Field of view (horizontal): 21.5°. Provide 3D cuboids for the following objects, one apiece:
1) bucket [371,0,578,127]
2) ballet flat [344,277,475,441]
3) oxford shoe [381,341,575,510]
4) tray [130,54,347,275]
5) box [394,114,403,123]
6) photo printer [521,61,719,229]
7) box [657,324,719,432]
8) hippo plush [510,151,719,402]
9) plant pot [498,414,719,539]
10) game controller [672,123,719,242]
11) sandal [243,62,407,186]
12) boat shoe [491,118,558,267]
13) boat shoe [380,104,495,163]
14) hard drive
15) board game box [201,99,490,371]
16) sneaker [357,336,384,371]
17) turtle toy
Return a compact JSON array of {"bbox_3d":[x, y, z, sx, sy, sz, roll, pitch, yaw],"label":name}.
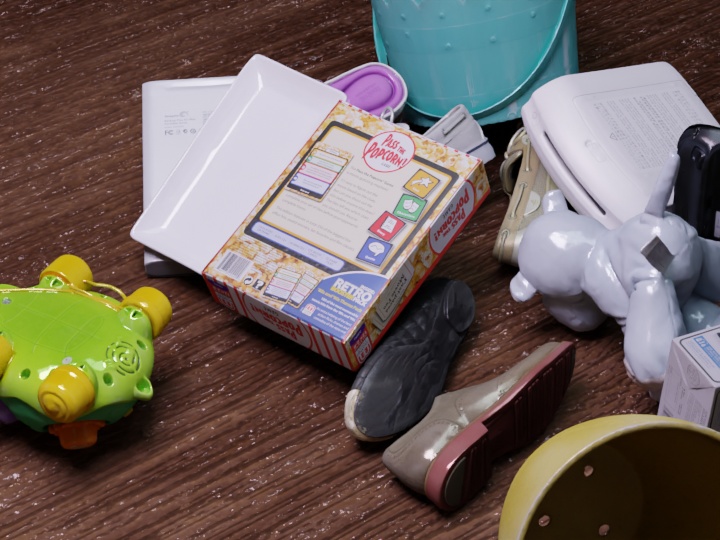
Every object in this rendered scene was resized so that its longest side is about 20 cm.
[{"bbox_3d":[0.113,-0.226,1.807,0.205,0.136,0.207,-11,19,4],"label":"bucket"},{"bbox_3d":[0.037,0.076,1.540,0.057,0.067,0.200,-22,19,39],"label":"ballet flat"},{"bbox_3d":[0.096,0.105,1.483,0.074,0.071,0.200,24,41,32],"label":"oxford shoe"},{"bbox_3d":[-0.101,-0.086,1.629,0.107,0.022,0.201,26,74,27],"label":"tray"},{"bbox_3d":[-0.069,-0.109,1.762,0.198,0.039,0.137,9,40,7],"label":"box"},{"bbox_3d":[0.243,-0.104,1.693,0.199,0.070,0.167,-13,62,-44],"label":"photo printer"},{"bbox_3d":[0.333,0.089,1.486,0.198,0.117,0.060,-14,41,-23],"label":"box"},{"bbox_3d":[0.201,0.018,1.548,0.160,0.200,0.160,4,66,33],"label":"hippo plush"},{"bbox_3d":[0.175,0.183,1.316,0.198,0.202,0.142,-7,13,-14],"label":"plant pot"},{"bbox_3d":[0.311,-0.043,1.590,0.103,0.201,0.042,13,56,16],"label":"game controller"},{"bbox_3d":[-0.031,-0.138,1.692,0.082,0.050,0.203,39,52,10],"label":"sandal"},{"bbox_3d":[0.148,-0.076,1.718,0.063,0.074,0.202,7,45,-4],"label":"boat shoe"},{"bbox_3d":[0.032,-0.099,1.664,0.201,0.087,0.074,-30,5,-35],"label":"boat shoe"},{"bbox_3d":[-0.127,-0.087,1.688,0.131,0.026,0.201,-4,56,-2],"label":"hard drive"},{"bbox_3d":[-0.011,-0.033,1.552,0.151,0.046,0.200,26,65,29],"label":"board game box"},{"bbox_3d":[0.000,0.000,1.608,0.090,0.067,0.200,19,43,15],"label":"sneaker"},{"bbox_3d":[-0.245,0.067,1.473,0.199,0.102,0.146,21,41,21],"label":"turtle toy"}]
